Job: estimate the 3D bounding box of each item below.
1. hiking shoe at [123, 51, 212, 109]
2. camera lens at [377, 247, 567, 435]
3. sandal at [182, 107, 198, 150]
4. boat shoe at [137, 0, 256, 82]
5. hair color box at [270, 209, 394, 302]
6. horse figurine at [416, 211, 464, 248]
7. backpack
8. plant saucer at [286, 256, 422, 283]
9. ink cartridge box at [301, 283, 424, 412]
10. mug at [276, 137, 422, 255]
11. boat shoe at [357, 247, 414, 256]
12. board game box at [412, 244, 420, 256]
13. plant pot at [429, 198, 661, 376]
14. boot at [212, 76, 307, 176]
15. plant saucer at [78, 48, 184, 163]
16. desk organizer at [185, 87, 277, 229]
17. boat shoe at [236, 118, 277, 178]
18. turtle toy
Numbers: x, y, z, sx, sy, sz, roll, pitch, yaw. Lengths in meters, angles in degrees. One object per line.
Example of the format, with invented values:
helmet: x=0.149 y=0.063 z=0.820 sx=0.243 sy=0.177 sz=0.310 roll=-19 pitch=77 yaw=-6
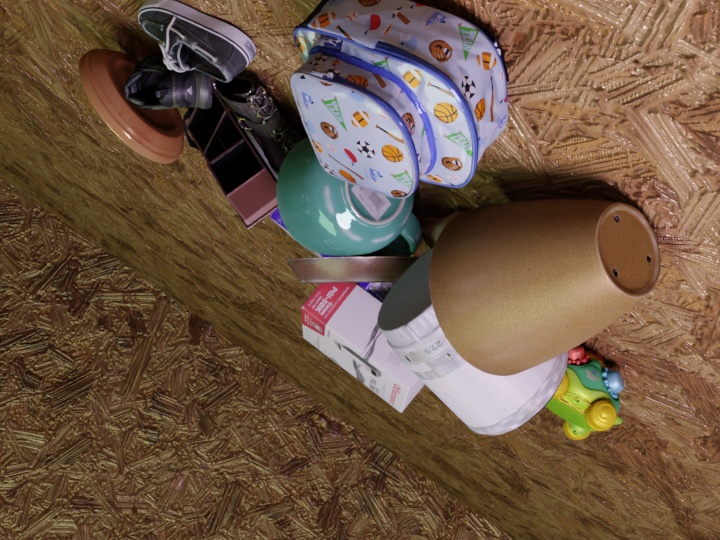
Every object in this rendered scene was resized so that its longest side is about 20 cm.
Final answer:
hiking shoe: x=-0.282 y=-0.260 z=1.307 sx=0.100 sy=0.077 sz=0.199 roll=-7 pitch=-164 yaw=-36
camera lens: x=0.137 y=0.083 z=1.146 sx=0.200 sy=0.161 sz=0.159 roll=44 pitch=162 yaw=-17
sandal: x=-0.249 y=-0.220 z=1.488 sx=0.075 sy=0.045 sz=0.200 roll=33 pitch=164 yaw=9
boat shoe: x=-0.220 y=-0.283 z=1.207 sx=0.198 sy=0.068 sz=0.074 roll=28 pitch=162 yaw=27
hair color box: x=-0.035 y=-0.036 z=1.468 sx=0.199 sy=0.065 sz=0.109 roll=35 pitch=176 yaw=22
horse figurine: x=0.130 y=-0.035 z=1.222 sx=0.132 sy=0.050 sz=0.199 roll=36 pitch=168 yaw=-24
backpack: x=0.039 y=-0.162 z=0.889 sx=0.188 sy=0.155 sz=0.201 roll=15 pitch=153 yaw=27
plant saucer: x=0.000 y=0.000 z=1.274 sx=0.197 sy=0.035 sz=0.200 roll=0 pitch=178 yaw=0
ink cartridge box: x=0.012 y=0.106 z=1.425 sx=0.199 sy=0.083 sz=0.147 roll=36 pitch=161 yaw=12
mug: x=0.003 y=-0.095 z=1.157 sx=0.183 sy=0.155 sz=0.114 roll=-2 pitch=180 yaw=-31
boat shoe: x=-0.001 y=-0.054 z=1.289 sx=0.060 sy=0.073 sz=0.200 roll=-17 pitch=159 yaw=38
board game box: x=-0.007 y=-0.082 z=1.408 sx=0.199 sy=0.030 sz=0.095 roll=35 pitch=167 yaw=-7
plant pot: x=0.200 y=0.002 z=0.989 sx=0.186 sy=0.188 sz=0.199 roll=41 pitch=149 yaw=-18
boot: x=-0.102 y=-0.177 z=1.265 sx=0.199 sy=0.070 sz=0.175 roll=25 pitch=162 yaw=40
plant saucer: x=-0.330 y=-0.250 z=1.422 sx=0.200 sy=0.037 sz=0.201 roll=48 pitch=-161 yaw=-22
desk organizer: x=-0.181 y=-0.162 z=1.319 sx=0.201 sy=0.071 sz=0.077 roll=56 pitch=179 yaw=34
boat shoe: x=-0.170 y=-0.146 z=1.475 sx=0.072 sy=0.071 sz=0.201 roll=27 pitch=160 yaw=50
turtle toy: x=0.280 y=0.146 z=1.324 sx=0.199 sy=0.102 sz=0.146 roll=35 pitch=164 yaw=5
